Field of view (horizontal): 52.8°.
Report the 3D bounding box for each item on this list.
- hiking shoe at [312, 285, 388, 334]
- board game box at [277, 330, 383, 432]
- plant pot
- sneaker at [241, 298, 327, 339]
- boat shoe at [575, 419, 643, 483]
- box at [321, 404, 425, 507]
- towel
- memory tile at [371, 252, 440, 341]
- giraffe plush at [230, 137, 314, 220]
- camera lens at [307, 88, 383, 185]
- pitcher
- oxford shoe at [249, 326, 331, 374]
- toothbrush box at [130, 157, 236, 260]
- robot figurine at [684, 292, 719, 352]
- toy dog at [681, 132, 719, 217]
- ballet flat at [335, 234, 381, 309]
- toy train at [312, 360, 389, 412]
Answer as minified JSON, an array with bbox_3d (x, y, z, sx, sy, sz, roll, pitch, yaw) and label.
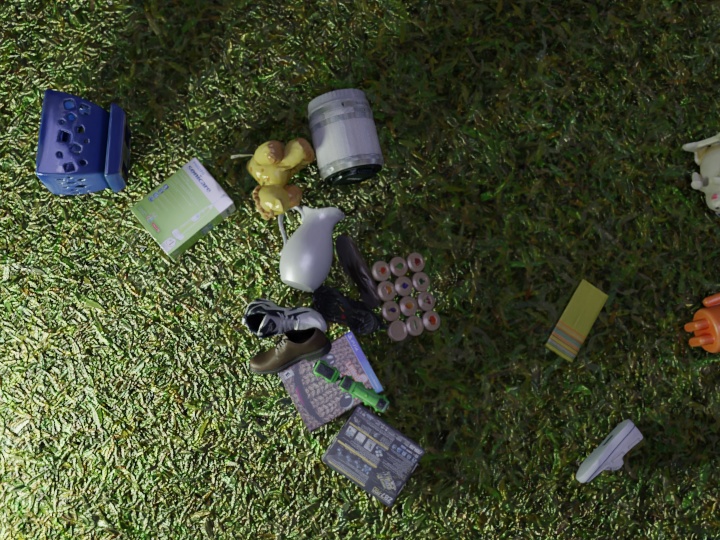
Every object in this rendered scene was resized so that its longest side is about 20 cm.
[{"bbox_3d":[-0.029,0.101,1.744,0.199,0.100,0.076,31,97,32],"label":"hiking shoe"},{"bbox_3d":[-0.072,0.262,1.716,0.199,0.097,0.160,-30,87,-7],"label":"board game box"},{"bbox_3d":[-0.635,-0.286,1.688,0.178,0.200,0.202,3,83,-12],"label":"plant pot"},{"bbox_3d":[-0.185,0.127,1.686,0.198,0.130,0.080,21,110,7],"label":"sneaker"},{"bbox_3d":[0.612,0.454,1.766,0.200,0.074,0.065,-43,84,-7],"label":"boat shoe"},{"bbox_3d":[0.031,0.439,1.729,0.199,0.049,0.162,34,80,-1],"label":"box"},{"bbox_3d":[0.545,0.127,1.829,0.086,0.018,0.201,33,81,-6],"label":"towel"},{"bbox_3d":[0.112,0.063,1.774,0.152,0.017,0.202,-13,85,-25],"label":"memory tile"},{"bbox_3d":[-0.198,-0.210,1.731,0.198,0.173,0.164,-11,85,2],"label":"giraffe plush"},{"bbox_3d":[-0.037,-0.317,1.756,0.159,0.160,0.202,-13,84,-6],"label":"camera lens"},{"bbox_3d":[-0.141,-0.061,1.750,0.170,0.121,0.201,12,76,23],"label":"pitcher"},{"bbox_3d":[-0.173,0.175,1.659,0.199,0.073,0.085,-23,124,9],"label":"oxford shoe"},{"bbox_3d":[-0.422,-0.147,1.740,0.200,0.086,0.146,-41,88,-7],"label":"toothbrush box"},{"bbox_3d":[0.918,0.136,1.810,0.198,0.117,0.144,-12,41,-6],"label":"robot figurine"},{"bbox_3d":[0.929,-0.235,1.860,0.193,0.139,0.202,4,79,-41],"label":"toy dog"},{"bbox_3d":[0.000,0.000,1.778,0.046,0.067,0.201,-26,86,-40],"label":"ballet flat"},{"bbox_3d":[-0.021,0.262,1.643,0.199,0.056,0.042,30,82,-1],"label":"toy train"}]
